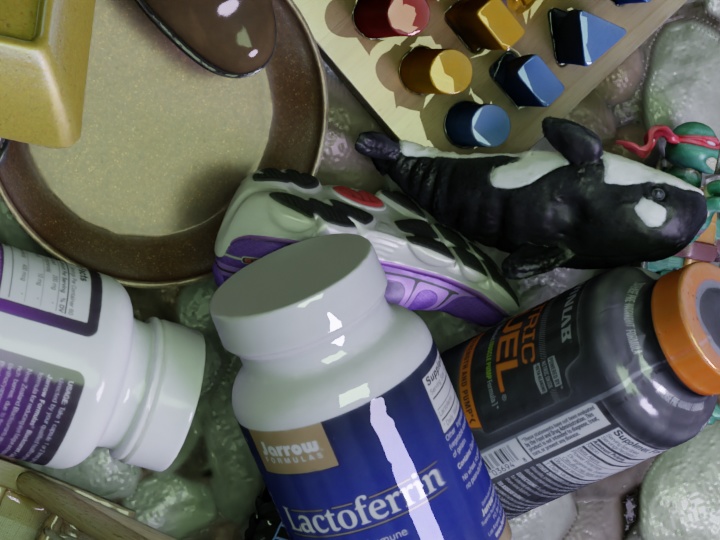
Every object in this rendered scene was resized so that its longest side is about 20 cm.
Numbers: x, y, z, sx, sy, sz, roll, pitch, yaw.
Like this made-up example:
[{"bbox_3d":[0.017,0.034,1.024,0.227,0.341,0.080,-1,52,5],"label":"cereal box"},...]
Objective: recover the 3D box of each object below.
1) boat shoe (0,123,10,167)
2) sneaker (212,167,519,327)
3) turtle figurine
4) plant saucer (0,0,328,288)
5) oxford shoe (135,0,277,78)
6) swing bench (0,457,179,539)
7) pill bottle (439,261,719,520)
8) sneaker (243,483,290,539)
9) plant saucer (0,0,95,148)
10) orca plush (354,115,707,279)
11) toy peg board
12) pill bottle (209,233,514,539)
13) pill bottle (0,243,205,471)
[{"bbox_3d":[-0.261,-0.128,1.480,0.067,0.057,0.200,-36,80,-8],"label":"boat shoe"},{"bbox_3d":[0.000,0.000,1.558,0.200,0.081,0.084,15,115,-31],"label":"sneaker"},{"bbox_3d":[0.203,-0.012,1.610,0.150,0.100,0.201,4,96,-57],"label":"turtle figurine"},{"bbox_3d":[-0.119,-0.091,1.539,0.200,0.037,0.201,-1,95,-17],"label":"plant saucer"},{"bbox_3d":[-0.095,-0.184,1.469,0.073,0.084,0.200,-35,119,-12],"label":"oxford shoe"},{"bbox_3d":[-0.165,0.228,1.488,0.130,0.200,0.199,27,87,-58],"label":"swing bench"},{"bbox_3d":[0.127,0.064,1.531,0.106,0.200,0.106,28,48,-37],"label":"pill bottle"},{"bbox_3d":[-0.043,0.159,1.566,0.200,0.070,0.078,-40,102,-17],"label":"sneaker"},{"bbox_3d":[-0.232,-0.178,1.445,0.199,0.048,0.200,11,63,-15],"label":"plant saucer"},{"bbox_3d":[0.089,-0.033,1.525,0.200,0.105,0.071,21,51,4],"label":"orca plush"},{"bbox_3d":[0.076,-0.171,1.558,0.200,0.098,0.199,-43,104,-9],"label":"toy peg board"},{"bbox_3d":[-0.001,0.088,1.472,0.116,0.116,0.200,-27,109,-12],"label":"pill bottle"},{"bbox_3d":[-0.191,0.045,1.489,0.200,0.111,0.112,17,89,-16],"label":"pill bottle"}]
